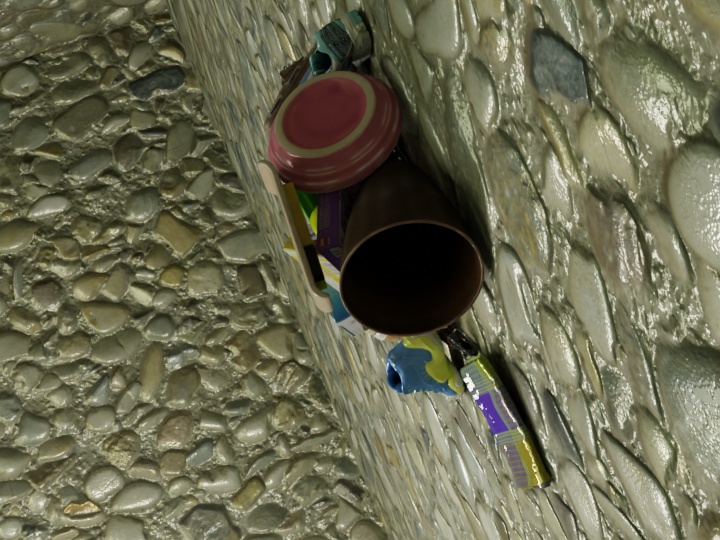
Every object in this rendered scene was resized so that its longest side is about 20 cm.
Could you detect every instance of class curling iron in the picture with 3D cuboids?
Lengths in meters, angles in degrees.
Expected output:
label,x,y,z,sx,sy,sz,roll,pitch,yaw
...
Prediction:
label,x,y,z,sx,sy,sz,roll,pitch,yaw
curling iron,0.133,0.096,1.710,0.050,0.025,0.200,50,176,-14

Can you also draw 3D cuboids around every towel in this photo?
label,x,y,z,sx,sy,sz,roll,pitch,yaw
towel,0.199,0.213,1.573,0.202,0.023,0.144,64,170,4

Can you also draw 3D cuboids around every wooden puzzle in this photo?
label,x,y,z,sx,sy,sz,roll,pitch,yaw
wooden puzzle,-0.081,-0.045,1.538,0.185,0.037,0.202,86,161,-82

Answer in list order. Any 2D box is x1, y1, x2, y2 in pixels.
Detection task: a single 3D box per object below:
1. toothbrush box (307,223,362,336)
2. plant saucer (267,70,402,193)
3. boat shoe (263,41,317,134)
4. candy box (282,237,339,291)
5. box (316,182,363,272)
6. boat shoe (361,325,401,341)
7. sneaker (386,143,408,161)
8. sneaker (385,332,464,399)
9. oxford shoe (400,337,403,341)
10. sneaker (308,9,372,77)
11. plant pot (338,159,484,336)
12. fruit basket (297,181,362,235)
label,x,y,z,sx,sy,sz,roll,pitch,yaw
toothbrush box,-0.032,0.009,2.171,0.146,0.084,0.202,43,-156,-72
plant saucer,-0.042,-0.201,1.556,0.202,0.199,0.051,60,-178,40
boat shoe,-0.088,-0.286,1.712,0.071,0.202,0.073,13,151,25
candy box,-0.017,0.012,1.698,0.101,0.027,0.199,11,159,49
box,0.002,-0.044,1.601,0.200,0.039,0.139,45,-142,-49
boat shoe,0.040,0.062,2.007,0.068,0.075,0.201,29,-152,-18
sneaker,0.048,-0.144,1.652,0.202,0.071,0.083,68,-166,15
sneaker,0.091,0.158,1.760,0.076,0.104,0.201,50,174,43
oxford shoe,0.085,0.078,1.821,0.201,0.070,0.072,67,-178,-58
sneaker,-0.036,-0.303,1.661,0.201,0.085,0.078,89,157,-63
plant pot,0.055,-0.050,1.491,0.201,0.184,0.189,-99,-3,-50
fruit basket,-0.043,-0.107,1.737,0.215,0.153,0.220,5,-90,-66
